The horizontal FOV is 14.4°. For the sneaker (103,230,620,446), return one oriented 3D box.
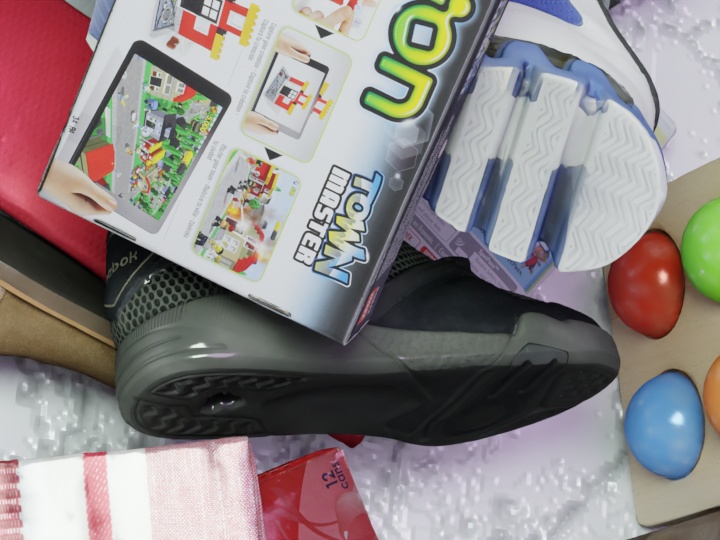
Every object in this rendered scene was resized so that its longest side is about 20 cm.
[{"bbox_3d":[0.000,0.000,0.976,0.199,0.076,0.114,4,59,-31],"label":"sneaker"}]

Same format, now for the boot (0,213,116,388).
[{"bbox_3d":[-0.157,0.008,0.965,0.200,0.074,0.076,23,97,-24],"label":"boot"}]

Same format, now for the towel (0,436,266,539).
[{"bbox_3d":[-0.126,0.134,0.918,0.200,0.023,0.144,-5,78,-1],"label":"towel"}]

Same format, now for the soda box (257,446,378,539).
[{"bbox_3d":[-0.007,0.166,0.979,0.063,0.070,0.200,-22,86,-27],"label":"soda box"}]

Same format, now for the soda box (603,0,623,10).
[{"bbox_3d":[0.059,-0.198,1.112,0.064,0.068,0.200,-43,96,-27],"label":"soda box"}]

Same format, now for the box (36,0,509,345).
[{"bbox_3d":[-0.011,-0.090,0.864,0.110,0.035,0.200,26,108,6],"label":"box"}]

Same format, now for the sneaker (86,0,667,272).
[{"bbox_3d":[0.015,-0.073,0.946,0.199,0.081,0.115,25,26,6],"label":"sneaker"}]

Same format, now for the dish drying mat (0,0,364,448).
[{"bbox_3d":[-0.065,-0.022,1.011,0.200,0.018,0.077,35,72,-9],"label":"dish drying mat"}]

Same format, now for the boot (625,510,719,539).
[{"bbox_3d":[0.199,0.115,1.054,0.200,0.064,0.187,24,108,-17],"label":"boot"}]

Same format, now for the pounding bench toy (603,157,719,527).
[{"bbox_3d":[0.196,0.015,1.045,0.156,0.200,0.124,-1,77,-27],"label":"pounding bench toy"}]

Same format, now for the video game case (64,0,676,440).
[{"bbox_3d":[0.001,-0.068,1.076,0.200,0.022,0.182,47,62,-6],"label":"video game case"}]
